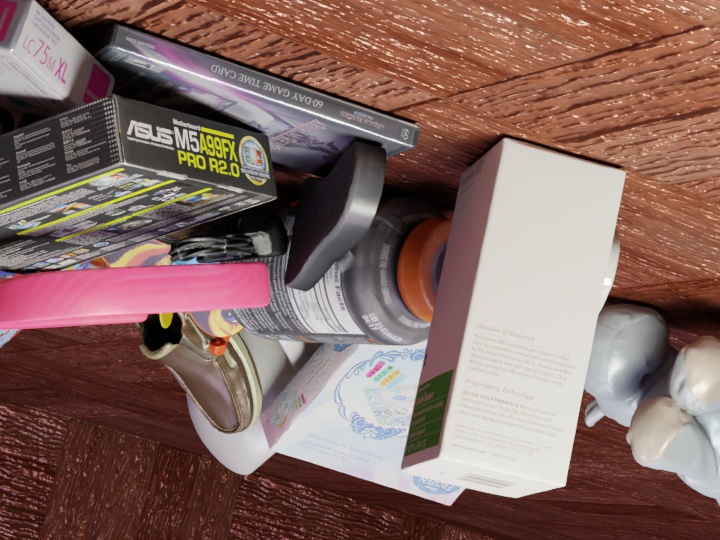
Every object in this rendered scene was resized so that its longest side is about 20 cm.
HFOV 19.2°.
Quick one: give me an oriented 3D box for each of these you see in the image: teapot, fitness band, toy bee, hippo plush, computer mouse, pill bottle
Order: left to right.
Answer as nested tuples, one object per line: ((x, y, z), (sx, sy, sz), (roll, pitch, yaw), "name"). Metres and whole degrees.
((-0.154, 0.014, 1.363), (0.200, 0.038, 0.144), (-4, 178, -36), "fitness band")
((-0.121, 0.013, 1.650), (0.200, 0.109, 0.131), (32, -147, 17), "toy bee")
((-0.086, -0.023, 1.368), (0.058, 0.034, 0.200), (-6, 180, 7), "computer mouse")
((-0.084, 0.072, 1.868), (0.200, 0.146, 0.197), (-41, 179, 31), "teapot")
((0.000, 0.000, 1.506), (0.106, 0.106, 0.200), (23, 165, -41), "pill bottle")
((0.256, 0.086, 1.655), (0.161, 0.159, 0.200), (45, 179, 46), "hippo plush")

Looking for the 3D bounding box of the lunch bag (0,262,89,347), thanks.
((-0.248, -0.009, 1.546), (0.094, 0.151, 0.200), (51, 152, -8), "lunch bag")

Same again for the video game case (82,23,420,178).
((-0.081, -0.102, 1.325), (0.200, 0.019, 0.143), (18, 168, -20), "video game case")

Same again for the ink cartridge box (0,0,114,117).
((-0.256, -0.139, 1.253), (0.200, 0.042, 0.119), (12, 166, 21), "ink cartridge box")

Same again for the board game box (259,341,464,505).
((0.054, 0.095, 1.765), (0.200, 0.199, 0.043), (21, -149, -35), "board game box")

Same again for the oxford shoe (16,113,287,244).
((-0.126, -0.064, 1.433), (0.200, 0.073, 0.084), (17, 160, -32), "oxford shoe")

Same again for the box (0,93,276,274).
((-0.177, -0.048, 1.314), (0.200, 0.044, 0.160), (-17, 165, 30), "box")

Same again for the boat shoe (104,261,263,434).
((-0.151, 0.054, 1.734), (0.075, 0.075, 0.203), (-15, 109, 39), "boat shoe")

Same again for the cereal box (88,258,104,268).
((-0.263, -0.022, 1.872), (0.144, 0.040, 0.200), (20, 167, -31), "cereal box")

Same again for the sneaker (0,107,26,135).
((-0.317, -0.087, 1.512), (0.129, 0.080, 0.199), (22, 166, -33), "sneaker")

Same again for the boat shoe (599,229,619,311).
((0.119, 0.003, 1.475), (0.064, 0.071, 0.200), (15, 171, -14), "boat shoe")

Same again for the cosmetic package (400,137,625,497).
((0.094, 0.032, 1.312), (0.085, 0.200, 0.108), (13, 167, -9), "cosmetic package")

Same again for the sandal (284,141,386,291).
((-0.011, -0.028, 1.371), (0.043, 0.076, 0.200), (13, 169, -12), "sandal")
